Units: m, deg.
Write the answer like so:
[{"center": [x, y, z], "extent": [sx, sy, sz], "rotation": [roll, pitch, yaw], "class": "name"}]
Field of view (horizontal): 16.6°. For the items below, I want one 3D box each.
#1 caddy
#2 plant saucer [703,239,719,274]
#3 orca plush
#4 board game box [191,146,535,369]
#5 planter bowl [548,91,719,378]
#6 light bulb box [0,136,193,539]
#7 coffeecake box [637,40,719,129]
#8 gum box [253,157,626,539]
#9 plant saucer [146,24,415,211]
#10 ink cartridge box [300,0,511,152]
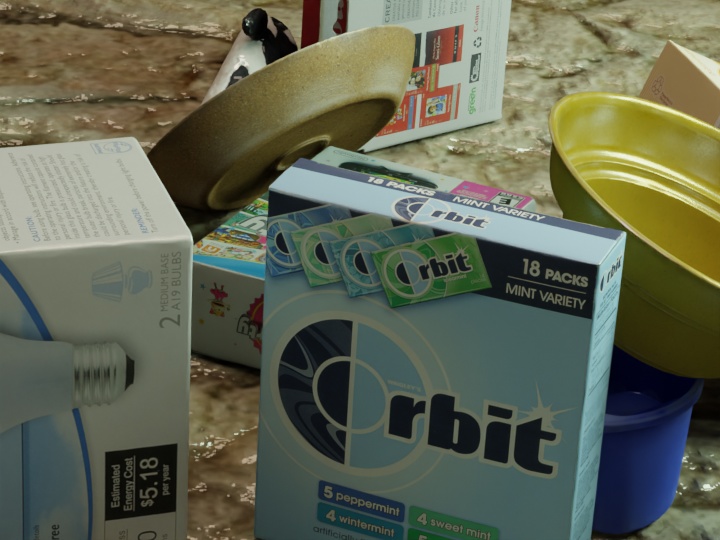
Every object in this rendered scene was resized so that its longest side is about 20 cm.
[{"center": [0.117, 0.054, 1.340], "extent": [0.141, 0.105, 0.200], "rotation": [7, 27, 9], "class": "caddy"}, {"center": [0.247, 0.016, 1.437], "extent": [0.200, 0.032, 0.200], "rotation": [24, 3, -1], "class": "plant saucer"}, {"center": [-0.065, -0.115, 1.669], "extent": [0.071, 0.105, 0.200], "rotation": [24, 15, 0], "class": "orca plush"}, {"center": [0.000, 0.000, 1.484], "extent": [0.147, 0.064, 0.200], "rotation": [14, 28, 23], "class": "board game box"}, {"center": [0.168, -0.003, 1.284], "extent": [0.200, 0.084, 0.201], "rotation": [23, 26, -12], "class": "planter bowl"}, {"center": [-0.192, 0.054, 1.196], "extent": [0.199, 0.199, 0.125], "rotation": [-6, 26, -17], "class": "light bulb box"}, {"center": [0.282, -0.052, 1.536], "extent": [0.199, 0.073, 0.154], "rotation": [20, 19, -26], "class": "coffeecake box"}, {"center": [0.035, 0.059, 1.213], "extent": [0.169, 0.201, 0.045], "rotation": [14, 28, 19], "class": "gum box"}, {"center": [-0.045, -0.088, 1.572], "extent": [0.200, 0.200, 0.036], "rotation": [-20, 76, -39], "class": "plant saucer"}, {"center": [0.017, -0.194, 1.717], "extent": [0.175, 0.201, 0.084], "rotation": [-16, 32, -36], "class": "ink cartridge box"}]
